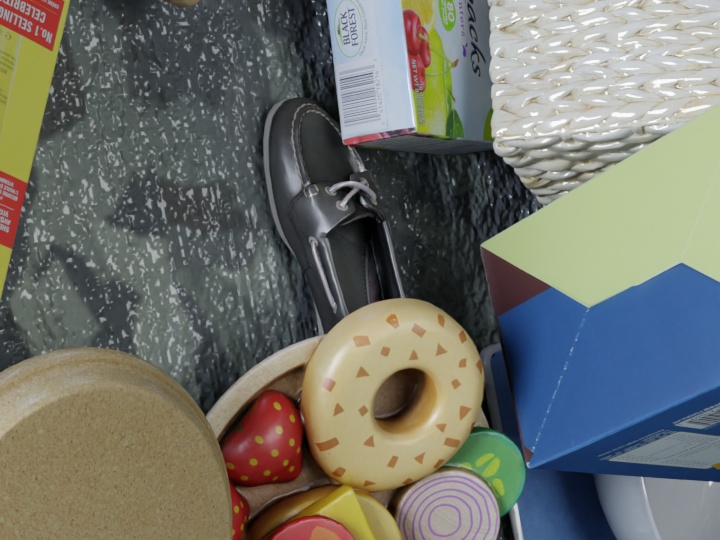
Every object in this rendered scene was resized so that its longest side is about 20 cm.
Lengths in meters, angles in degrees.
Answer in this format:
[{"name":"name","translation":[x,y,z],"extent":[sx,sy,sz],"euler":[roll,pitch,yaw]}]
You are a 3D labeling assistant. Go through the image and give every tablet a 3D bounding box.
[{"name":"tablet","translation":[0.133,0.137,1.018],"extent":[0.130,0.014,0.201],"euler":[-13,92,-46]}]

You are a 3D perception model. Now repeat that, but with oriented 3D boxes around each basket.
[{"name":"basket","translation":[0.188,-0.129,0.939],"extent":[0.198,0.199,0.162],"euler":[35,52,-65]}]

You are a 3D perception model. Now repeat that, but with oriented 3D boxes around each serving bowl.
[{"name":"serving bowl","translation":[0.206,0.115,1.040],"extent":[0.200,0.066,0.201],"euler":[14,71,-48]}]

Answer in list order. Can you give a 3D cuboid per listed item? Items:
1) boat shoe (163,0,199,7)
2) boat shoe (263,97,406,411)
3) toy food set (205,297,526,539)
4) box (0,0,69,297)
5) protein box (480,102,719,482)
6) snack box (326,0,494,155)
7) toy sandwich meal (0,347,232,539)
[{"name":"boat shoe","translation":[-0.087,-0.226,0.819],"extent":[0.069,0.073,0.201],"euler":[38,59,-49]},{"name":"boat shoe","translation":[0.000,0.000,0.873],"extent":[0.067,0.057,0.201],"euler":[-17,96,-45]},{"name":"toy food set","translation":[-0.004,0.128,0.812],"extent":[0.199,0.049,0.199],"euler":[-32,113,-21]},{"name":"box","translation":[-0.186,-0.039,0.695],"extent":[0.075,0.050,0.201],"euler":[25,66,-39]},{"name":"protein box","translation":[0.212,0.021,0.866],"extent":[0.199,0.198,0.136],"euler":[9,61,-40]},{"name":"snack box","translation":[0.033,-0.170,0.918],"extent":[0.142,0.053,0.201],"euler":[-3,86,-61]},{"name":"toy sandwich meal","translation":[-0.142,0.127,0.685],"extent":[0.204,0.070,0.207],"euler":[-9,103,-45]}]
